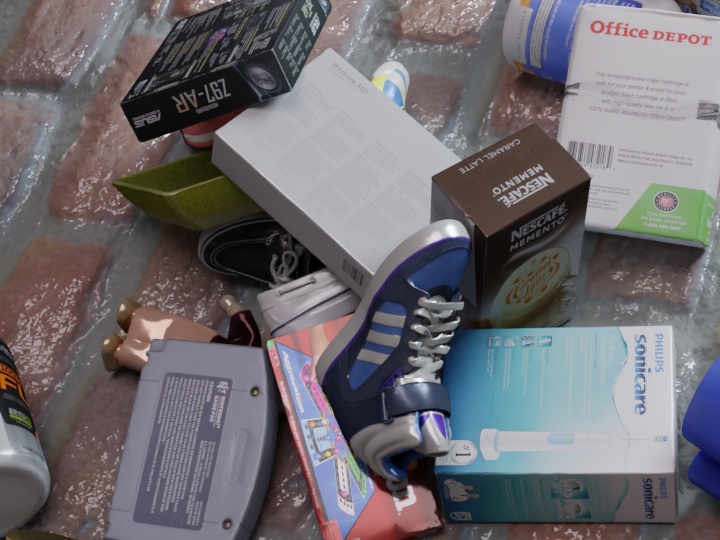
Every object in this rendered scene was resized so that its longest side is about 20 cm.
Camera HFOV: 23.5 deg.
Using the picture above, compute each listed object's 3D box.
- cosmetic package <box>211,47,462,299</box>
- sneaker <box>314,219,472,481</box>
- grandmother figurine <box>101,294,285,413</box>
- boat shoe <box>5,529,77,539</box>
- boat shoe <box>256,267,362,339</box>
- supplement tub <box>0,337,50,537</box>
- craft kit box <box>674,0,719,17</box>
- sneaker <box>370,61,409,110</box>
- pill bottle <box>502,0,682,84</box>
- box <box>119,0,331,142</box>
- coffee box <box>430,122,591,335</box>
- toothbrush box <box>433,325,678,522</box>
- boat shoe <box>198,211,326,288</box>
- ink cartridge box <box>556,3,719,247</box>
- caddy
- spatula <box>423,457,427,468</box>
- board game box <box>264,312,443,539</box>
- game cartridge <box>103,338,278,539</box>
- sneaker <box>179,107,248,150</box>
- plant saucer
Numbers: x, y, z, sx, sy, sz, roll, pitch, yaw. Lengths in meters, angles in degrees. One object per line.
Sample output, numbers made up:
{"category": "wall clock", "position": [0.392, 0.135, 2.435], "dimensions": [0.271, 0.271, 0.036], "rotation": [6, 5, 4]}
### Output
{"category": "cosmetic package", "position": [-0.011, -0.088, 1.539], "dimensions": [0.200, 0.052, 0.151], "rotation": [42, 63, 17]}
{"category": "sneaker", "position": [0.054, 0.076, 1.410], "dimensions": [0.200, 0.080, 0.147], "rotation": [-52, 53, 24]}
{"category": "grandmother figurine", "position": [-0.135, 0.081, 1.594], "dimensions": [0.199, 0.061, 0.122], "rotation": [19, 84, 21]}
{"category": "boat shoe", "position": [-0.233, 0.273, 1.453], "dimensions": [0.199, 0.073, 0.065], "rotation": [19, 97, 41]}
{"category": "boat shoe", "position": [0.000, 0.000, 1.559], "dimensions": [0.199, 0.074, 0.067], "rotation": [-29, 83, -11]}
{"category": "supplement tub", "position": [-0.358, 0.134, 1.555], "dimensions": [0.122, 0.123, 0.201], "rotation": [-22, 52, -6]}
{"category": "craft kit box", "position": [0.286, -0.314, 1.715], "dimensions": [0.197, 0.201, 0.049], "rotation": [29, 64, 30]}
{"category": "sneaker", "position": [0.033, -0.111, 1.703], "dimensions": [0.104, 0.076, 0.201], "rotation": [18, 65, 10]}
{"category": "pill bottle", "position": [0.250, -0.226, 1.711], "dimensions": [0.199, 0.112, 0.112], "rotation": [23, 60, 26]}
{"category": "box", "position": [-0.122, -0.203, 1.617], "dimensions": [0.159, 0.044, 0.200], "rotation": [-17, 26, 19]}
{"category": "coffee box", "position": [0.126, -0.017, 1.507], "dimensions": [0.114, 0.201, 0.080], "rotation": [-29, 58, -19]}
{"category": "toothbrush box", "position": [0.169, 0.130, 1.467], "dimensions": [0.198, 0.086, 0.147], "rotation": [-3, 52, 11]}
{"category": "boat shoe", "position": [-0.059, -0.010, 1.634], "dimensions": [0.197, 0.074, 0.068], "rotation": [4, 38, 4]}
{"category": "ink cartridge box", "position": [0.261, -0.132, 1.593], "dimensions": [0.144, 0.084, 0.202], "rotation": [10, 89, 19]}
{"category": "caddy", "position": [0.349, 0.115, 1.406], "dimensions": [0.105, 0.142, 0.200], "rotation": [26, 62, 34]}
{"category": "spatula", "position": [0.058, 0.113, 1.545], "dimensions": [0.056, 0.021, 0.201], "rotation": [12, 57, -5]}
{"category": "board game box", "position": [-0.006, 0.141, 1.491], "dimensions": [0.102, 0.019, 0.201], "rotation": [-17, 74, -2]}
{"category": "game cartridge", "position": [-0.142, 0.161, 1.512], "dimensions": [0.132, 0.041, 0.202], "rotation": [4, 70, 22]}
{"category": "sneaker", "position": [-0.124, -0.170, 1.724], "dimensions": [0.073, 0.088, 0.200], "rotation": [-20, 13, -29]}
{"category": "plant saucer", "position": [-0.118, -0.086, 1.658], "dimensions": [0.199, 0.048, 0.199], "rotation": [-18, 13, -20]}
